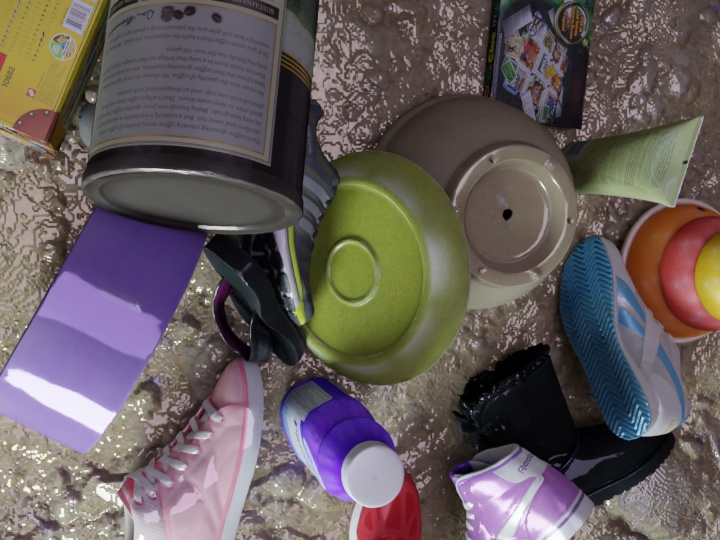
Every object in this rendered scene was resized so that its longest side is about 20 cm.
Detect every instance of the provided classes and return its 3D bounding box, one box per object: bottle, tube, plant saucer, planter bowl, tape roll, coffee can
[{"bbox_3d":[-0.016,0.146,0.802,0.065,0.200,0.084,-25,101,-13],"label":"bottle"},{"bbox_3d":[0.241,-0.094,0.863,0.051,0.200,0.059,-24,99,-11],"label":"tube"},{"bbox_3d":[0.000,0.000,0.812,0.031,0.198,0.203,-10,98,-54],"label":"plant saucer"},{"bbox_3d":[0.110,-0.054,0.850,0.197,0.135,0.203,-3,101,-14],"label":"planter bowl"},{"bbox_3d":[-0.203,0.032,0.740,0.084,0.200,0.202,30,85,-16],"label":"tape roll"},{"bbox_3d":[-0.102,-0.141,0.647,0.144,0.146,0.203,8,78,-16],"label":"coffee can"}]

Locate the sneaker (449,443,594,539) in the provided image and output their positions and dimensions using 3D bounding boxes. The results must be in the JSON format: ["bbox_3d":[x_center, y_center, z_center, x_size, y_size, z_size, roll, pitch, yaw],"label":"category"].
[{"bbox_3d":[0.119,0.235,0.891,0.114,0.073,0.201,38,125,9],"label":"sneaker"}]

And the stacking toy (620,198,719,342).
[{"bbox_3d":[0.351,0.006,0.901,0.144,0.200,0.149,-1,94,-16],"label":"stacking toy"}]

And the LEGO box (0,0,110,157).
[{"bbox_3d":[-0.237,-0.199,0.743,0.076,0.149,0.202,23,86,-15],"label":"LEGO box"}]

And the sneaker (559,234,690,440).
[{"bbox_3d":[0.255,0.062,0.925,0.080,0.076,0.203,1,67,-34],"label":"sneaker"}]

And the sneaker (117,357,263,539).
[{"bbox_3d":[-0.150,0.169,0.828,0.103,0.075,0.203,13,94,-22],"label":"sneaker"}]

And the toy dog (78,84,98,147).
[{"bbox_3d":[-0.141,-0.167,0.796,0.198,0.132,0.097,-28,123,-22],"label":"toy dog"}]

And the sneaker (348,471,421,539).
[{"bbox_3d":[0.032,0.291,0.868,0.077,0.115,0.203,6,92,-16],"label":"sneaker"}]

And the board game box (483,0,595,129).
[{"bbox_3d":[0.177,-0.244,0.927,0.103,0.023,0.203,6,92,-14],"label":"board game box"}]

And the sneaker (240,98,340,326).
[{"bbox_3d":[-0.052,-0.048,0.782,0.080,0.074,0.203,-22,122,-31],"label":"sneaker"}]

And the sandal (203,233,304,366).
[{"bbox_3d":[-0.097,0.036,0.791,0.075,0.201,0.048,37,74,24],"label":"sandal"}]

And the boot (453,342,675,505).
[{"bbox_3d":[0.198,0.148,0.933,0.197,0.073,0.164,-30,101,-9],"label":"boot"}]
